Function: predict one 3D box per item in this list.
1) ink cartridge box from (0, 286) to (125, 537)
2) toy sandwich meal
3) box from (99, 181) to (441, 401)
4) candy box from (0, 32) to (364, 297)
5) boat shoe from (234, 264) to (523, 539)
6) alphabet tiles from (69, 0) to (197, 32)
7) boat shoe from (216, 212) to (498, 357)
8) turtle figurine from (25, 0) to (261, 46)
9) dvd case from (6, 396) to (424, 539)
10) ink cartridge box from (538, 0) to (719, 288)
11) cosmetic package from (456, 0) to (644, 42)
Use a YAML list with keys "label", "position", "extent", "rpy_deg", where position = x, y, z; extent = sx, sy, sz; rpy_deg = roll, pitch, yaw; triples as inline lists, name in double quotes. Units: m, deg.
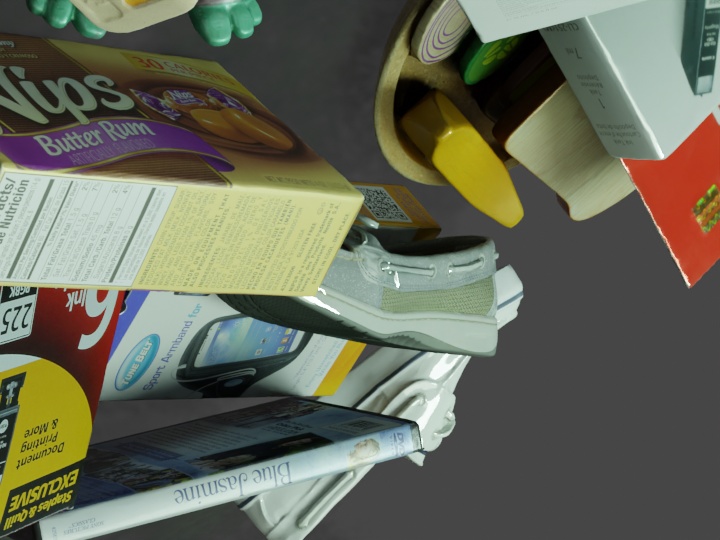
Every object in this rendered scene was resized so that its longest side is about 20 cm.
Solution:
- label: "ink cartridge box"
  position: [-0.190, 0.065, 0.880]
  extent: [0.200, 0.083, 0.177]
  rpy_deg: [-20, 128, -62]
- label: "toy sandwich meal"
  position: [0.096, -0.100, 1.092]
  extent: [0.204, 0.070, 0.206]
  rpy_deg: [-28, 146, -20]
- label: "box"
  position: [-0.062, 0.009, 1.092]
  extent: [0.199, 0.042, 0.119]
  rpy_deg: [4, 128, -46]
- label: "candy box"
  position: [-0.108, -0.045, 0.897]
  extent: [0.199, 0.117, 0.057]
  rpy_deg: [5, 121, -48]
- label: "boat shoe"
  position: [0.019, 0.078, 1.216]
  extent: [0.200, 0.066, 0.074]
  rpy_deg: [-39, 178, -1]
- label: "alphabet tiles"
  position: [-0.106, -0.154, 0.748]
  extent: [0.194, 0.015, 0.200]
  rpy_deg: [-15, 141, 29]
- label: "boat shoe"
  position: [0.002, 0.000, 1.056]
  extent: [0.201, 0.074, 0.065]
  rpy_deg: [14, 83, -50]
- label: "turtle figurine"
  position: [-0.054, -0.168, 0.815]
  extent: [0.149, 0.101, 0.200]
  rpy_deg: [15, 141, -14]
- label: "dvd case"
  position: [-0.088, 0.095, 1.075]
  extent: [0.199, 0.142, 0.018]
  rpy_deg: [-13, 97, -26]
- label: "ink cartridge box"
  position: [0.192, -0.117, 1.074]
  extent: [0.200, 0.043, 0.174]
  rpy_deg: [-44, 115, -23]
- label: "cosmetic package"
  position: [0.123, -0.166, 0.909]
  extent: [0.198, 0.052, 0.151]
  rpy_deg: [-13, 163, 13]
